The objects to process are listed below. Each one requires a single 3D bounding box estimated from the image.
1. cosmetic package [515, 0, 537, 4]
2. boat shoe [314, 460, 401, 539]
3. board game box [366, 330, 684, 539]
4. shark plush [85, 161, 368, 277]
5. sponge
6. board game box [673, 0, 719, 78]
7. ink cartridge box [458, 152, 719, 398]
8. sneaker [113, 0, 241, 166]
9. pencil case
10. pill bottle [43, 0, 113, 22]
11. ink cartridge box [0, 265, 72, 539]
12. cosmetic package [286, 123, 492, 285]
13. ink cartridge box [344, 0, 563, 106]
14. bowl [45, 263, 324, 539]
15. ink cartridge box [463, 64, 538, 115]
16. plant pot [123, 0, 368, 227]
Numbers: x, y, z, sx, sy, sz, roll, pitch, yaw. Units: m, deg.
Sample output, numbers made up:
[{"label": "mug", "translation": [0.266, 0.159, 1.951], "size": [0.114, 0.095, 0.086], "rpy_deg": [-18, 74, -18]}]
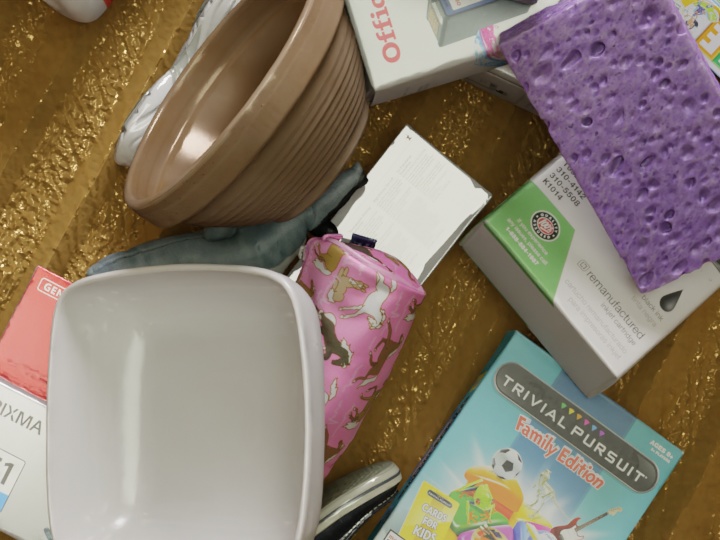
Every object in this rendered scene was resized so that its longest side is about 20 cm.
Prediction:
[{"label": "cosmetic package", "translation": [0.031, -0.243, 1.280], "size": [0.198, 0.074, 0.103], "rpy_deg": [12, 88, 0]}, {"label": "boat shoe", "translation": [-0.043, 0.210, 1.420], "size": [0.200, 0.075, 0.062], "rpy_deg": [-42, 95, 0]}, {"label": "board game box", "translation": [0.112, 0.168, 1.443], "size": [0.150, 0.047, 0.201], "rpy_deg": [35, 85, -2]}, {"label": "shark plush", "translation": [-0.085, -0.013, 1.387], "size": [0.198, 0.084, 0.091], "rpy_deg": [-18, 46, 10]}, {"label": "sponge", "translation": [0.186, -0.092, 1.314], "size": [0.111, 0.030, 0.201], "rpy_deg": [-27, 107, 15]}, {"label": "board game box", "translation": [0.266, -0.160, 1.398], "size": [0.134, 0.200, 0.034], "rpy_deg": [42, 109, 0]}, {"label": "ink cartridge box", "translation": [0.193, -0.033, 1.421], "size": [0.200, 0.084, 0.146], "rpy_deg": [-40, 87, -16]}, {"label": "sneaker", "translation": [-0.087, -0.139, 1.441], "size": [0.099, 0.078, 0.201], "rpy_deg": [34, 94, -8]}, {"label": "pencil case", "translation": [-0.035, 0.073, 1.368], "size": [0.082, 0.086, 0.201], "rpy_deg": [18, 104, -42]}, {"label": "pill bottle", "translation": [-0.172, -0.281, 1.417], "size": [0.112, 0.112, 0.201], "rpy_deg": [39, 85, -1]}, {"label": "ink cartridge box", "translation": [-0.184, 0.118, 1.427], "size": [0.199, 0.045, 0.177], "rpy_deg": [27, 86, -2]}, {"label": "cosmetic package", "translation": [0.000, 0.000, 1.443], "size": [0.082, 0.051, 0.200], "rpy_deg": [39, 86, -4]}, {"label": "ink cartridge box", "translation": [0.077, -0.211, 1.359], "size": [0.198, 0.088, 0.147], "rpy_deg": [-17, 88, -1]}, {"label": "bowl", "translation": [-0.105, 0.098, 1.317], "size": [0.198, 0.074, 0.202], "rpy_deg": [-2, 86, 28]}, {"label": "ink cartridge box", "translation": [0.102, -0.209, 1.446], "size": [0.199, 0.083, 0.148], "rpy_deg": [25, 86, -2]}, {"label": "plant pot", "translation": [-0.059, -0.098, 1.317], "size": [0.092, 0.201, 0.202], "rpy_deg": [36, 85, -19]}]
